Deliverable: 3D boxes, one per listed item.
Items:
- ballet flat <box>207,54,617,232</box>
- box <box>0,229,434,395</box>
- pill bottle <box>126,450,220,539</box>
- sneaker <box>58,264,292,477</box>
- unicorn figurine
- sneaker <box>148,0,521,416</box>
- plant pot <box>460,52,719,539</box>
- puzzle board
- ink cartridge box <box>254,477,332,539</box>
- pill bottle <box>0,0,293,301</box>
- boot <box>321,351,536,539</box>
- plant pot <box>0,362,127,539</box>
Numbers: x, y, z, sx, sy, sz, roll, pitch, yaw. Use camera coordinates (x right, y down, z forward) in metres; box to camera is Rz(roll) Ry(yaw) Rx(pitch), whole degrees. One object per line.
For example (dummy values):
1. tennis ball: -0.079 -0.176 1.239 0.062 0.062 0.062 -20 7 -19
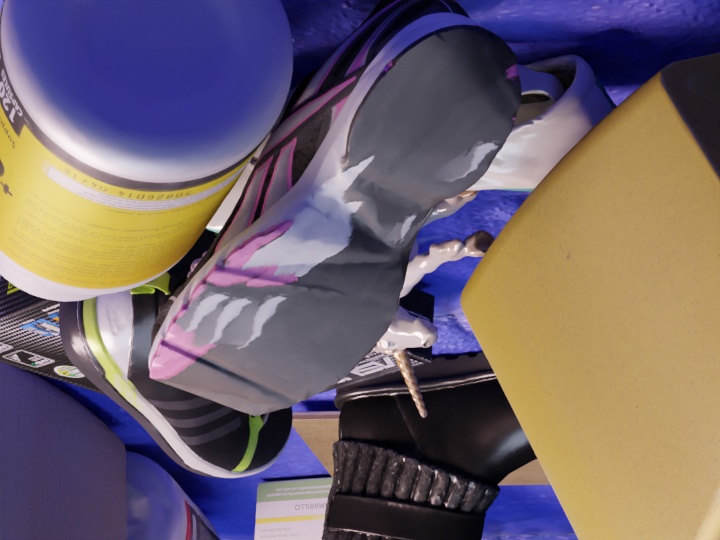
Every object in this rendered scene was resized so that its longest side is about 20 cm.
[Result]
1. ballet flat: 0.013 -0.062 0.927 0.200 0.070 0.069 -6 157 12
2. box: -0.095 0.027 1.182 0.193 0.048 0.200 25 150 -38
3. pill bottle: -0.161 0.211 1.581 0.111 0.111 0.200 0 159 10
4. sneaker: -0.072 0.052 1.086 0.083 0.072 0.200 -11 153 25
5. unicorn figurine: 0.000 0.000 1.046 0.200 0.074 0.137 16 151 -37
6. sneaker: -0.012 -0.030 0.869 0.080 0.086 0.200 34 109 -28
7. plant pot: 0.182 0.013 0.863 0.200 0.200 0.176 -13 147 -20
8. puzzle board: 0.066 0.115 1.431 0.200 0.017 0.151 -2 157 13
9. ink cartridge box: -0.006 0.248 1.531 0.145 0.200 0.048 -6 159 24
10. pill bottle: -0.104 -0.056 0.875 0.112 0.112 0.200 9 158 -15
11. boot: 0.074 0.134 1.279 0.211 0.158 0.079 -5 157 22
12. plant pot: -0.259 0.172 1.411 0.200 0.200 0.177 -10 167 30
